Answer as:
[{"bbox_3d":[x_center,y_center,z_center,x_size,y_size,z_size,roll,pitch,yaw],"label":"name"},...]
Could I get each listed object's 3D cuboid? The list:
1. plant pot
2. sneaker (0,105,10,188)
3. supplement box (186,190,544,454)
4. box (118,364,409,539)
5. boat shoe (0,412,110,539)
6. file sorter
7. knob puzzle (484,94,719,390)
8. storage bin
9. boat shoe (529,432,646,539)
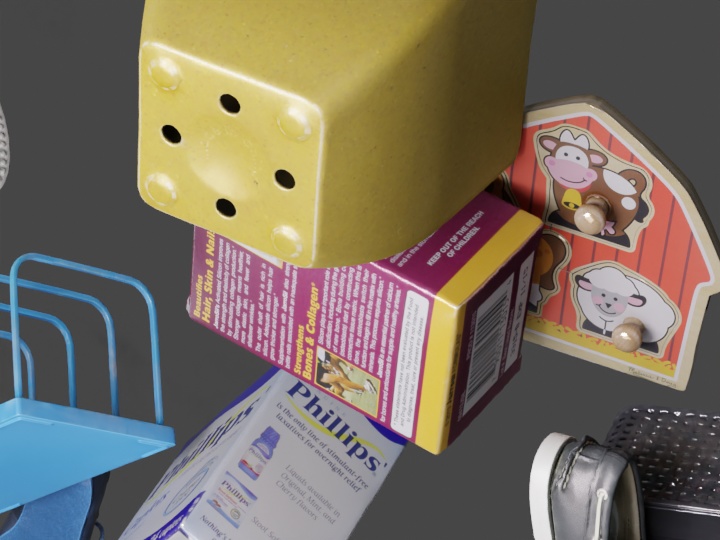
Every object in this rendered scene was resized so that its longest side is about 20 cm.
[{"bbox_3d":[-0.029,-0.114,1.414,0.193,0.200,0.197,22,135,18],"label":"plant pot"},{"bbox_3d":[-0.319,-0.128,1.682,0.114,0.073,0.201,-19,106,44],"label":"sneaker"},{"bbox_3d":[0.000,0.000,1.551,0.199,0.103,0.132,29,138,21],"label":"supplement box"},{"bbox_3d":[-0.084,0.176,1.704,0.105,0.200,0.184,42,136,-7],"label":"box"},{"bbox_3d":[-0.222,0.187,1.893,0.084,0.069,0.200,34,133,-3],"label":"boat shoe"},{"bbox_3d":[-0.249,0.081,1.747,0.199,0.124,0.138,-22,154,40],"label":"file sorter"},{"bbox_3d":[0.129,-0.020,1.534,0.218,0.031,0.221,17,133,18],"label":"knob puzzle"},{"bbox_3d":[0.245,0.174,1.588,0.199,0.094,0.136,4,129,26],"label":"storage bin"},{"bbox_3d":[0.151,0.191,1.539,0.060,0.076,0.201,8,131,32],"label":"boat shoe"}]
